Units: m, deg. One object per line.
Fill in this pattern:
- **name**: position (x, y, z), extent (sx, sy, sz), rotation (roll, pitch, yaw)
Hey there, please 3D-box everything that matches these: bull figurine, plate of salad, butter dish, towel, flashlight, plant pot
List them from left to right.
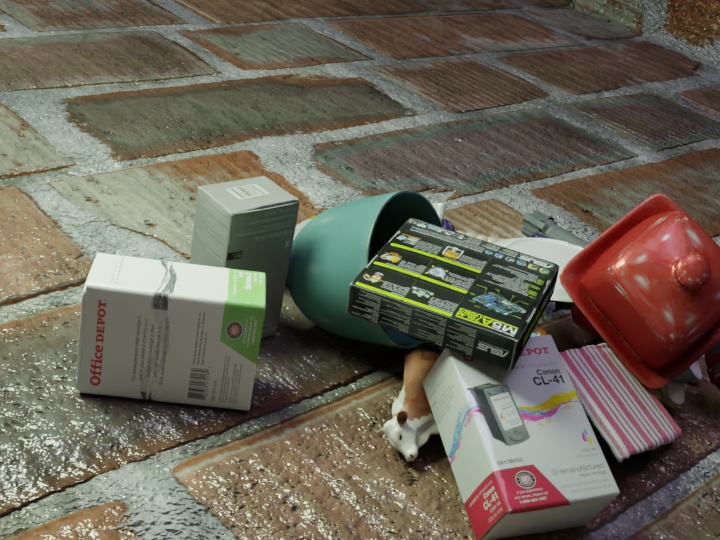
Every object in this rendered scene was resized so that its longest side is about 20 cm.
- **plant pot**: position (0.000, 0.000, 1.331), extent (0.160, 0.203, 0.200), rotation (-1, 17, 35)
- **bull figurine**: position (0.093, 0.156, 1.213), extent (0.120, 0.066, 0.200), rotation (15, 30, -2)
- **plate of salad**: position (0.263, 0.005, 1.399), extent (0.198, 0.048, 0.200), rotation (6, 26, -3)
- **flashlight**: position (0.356, -0.035, 1.676), extent (0.068, 0.068, 0.200), rotation (-14, 33, -33)
- **towel**: position (0.308, 0.158, 1.226), extent (0.199, 0.030, 0.147), rotation (0, 50, -54)
- **butter dish**: position (0.386, 0.014, 1.254), extent (0.199, 0.148, 0.201), rotation (-37, 83, -10)

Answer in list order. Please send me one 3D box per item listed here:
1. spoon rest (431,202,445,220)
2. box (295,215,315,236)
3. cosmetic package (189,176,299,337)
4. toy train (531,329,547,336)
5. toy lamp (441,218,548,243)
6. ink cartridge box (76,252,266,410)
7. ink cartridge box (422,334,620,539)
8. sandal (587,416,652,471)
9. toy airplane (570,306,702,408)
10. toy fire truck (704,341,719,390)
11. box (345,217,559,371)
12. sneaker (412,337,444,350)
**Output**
- **spoon rest**: position (0.069, -0.082, 1.615), extent (0.099, 0.061, 0.199), rotation (1, 2, 37)
- **box**: position (-0.070, -0.032, 1.488), extent (0.118, 0.042, 0.200), rotation (4, 24, 30)
- **cosmetic package**: position (-0.153, -0.009, 1.277), extent (0.106, 0.202, 0.090), rotation (-16, 36, -38)
- **toy train**: position (0.188, 0.050, 1.335), extent (0.149, 0.201, 0.056), rotation (14, 58, 41)
- **toy lamp**: position (0.227, -0.042, 1.640), extent (0.198, 0.059, 0.058), rotation (8, 28, -4)
- **ink cartridge box**: position (-0.215, 0.071, 1.158), extent (0.198, 0.147, 0.084), rotation (8, 28, -9)
- **ink cartridge box**: position (0.171, 0.180, 1.105), extent (0.146, 0.086, 0.201), rotation (-3, 57, -24)
- **sandal**: position (0.316, 0.174, 1.289), extent (0.075, 0.043, 0.201), rotation (2, 30, -19)
- **toy airplane**: position (0.414, 0.075, 1.404), extent (0.198, 0.142, 0.200), rotation (-28, 64, -36)
- **toy fire truck**: position (0.549, 0.108, 1.412), extent (0.199, 0.049, 0.142), rotation (17, 53, -32)
- **box**: position (0.111, 0.020, 1.163), extent (0.198, 0.048, 0.193), rotation (18, 34, 16)
- **sneaker**: position (0.134, 0.071, 1.297), extent (0.075, 0.077, 0.199), rotation (-4, -26, 44)
